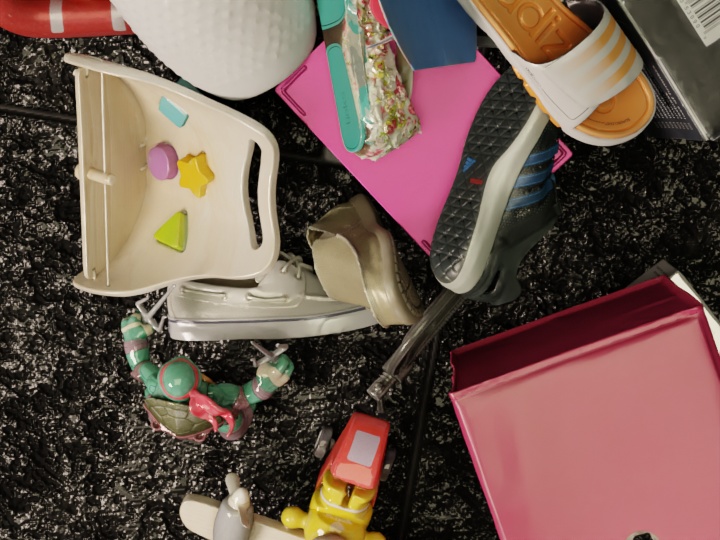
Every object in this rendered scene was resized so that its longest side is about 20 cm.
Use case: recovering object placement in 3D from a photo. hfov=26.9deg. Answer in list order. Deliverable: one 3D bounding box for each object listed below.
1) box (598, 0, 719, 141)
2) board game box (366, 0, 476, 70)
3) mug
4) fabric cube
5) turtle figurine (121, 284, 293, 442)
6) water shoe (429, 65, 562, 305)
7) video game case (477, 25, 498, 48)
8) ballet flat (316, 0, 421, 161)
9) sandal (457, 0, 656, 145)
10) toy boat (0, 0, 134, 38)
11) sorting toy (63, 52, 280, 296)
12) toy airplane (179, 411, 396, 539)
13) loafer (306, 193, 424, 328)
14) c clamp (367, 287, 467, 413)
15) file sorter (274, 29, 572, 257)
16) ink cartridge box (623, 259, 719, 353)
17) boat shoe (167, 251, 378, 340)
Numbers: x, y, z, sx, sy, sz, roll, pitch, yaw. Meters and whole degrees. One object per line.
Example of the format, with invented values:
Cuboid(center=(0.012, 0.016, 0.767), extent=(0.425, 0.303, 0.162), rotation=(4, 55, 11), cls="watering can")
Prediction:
Cuboid(center=(0.243, -0.215, 1.183), extent=(0.124, 0.197, 0.200), rotation=(-34, 97, 0), cls="box")
Cuboid(center=(0.027, -0.222, 1.103), extent=(0.039, 0.200, 0.159), rotation=(-13, 95, 25), cls="board game box")
Cuboid(center=(-0.102, -0.244, 1.170), extent=(0.200, 0.147, 0.176), rotation=(-53, 125, -29), cls="mug")
Cuboid(center=(0.191, 0.137, 1.155), extent=(0.196, 0.200, 0.200), rotation=(-19, 95, 6), cls="fabric cube")
Cuboid(center=(-0.140, 0.092, 1.244), extent=(0.149, 0.200, 0.101), rotation=(25, 70, 6), cls="turtle figurine")
Cuboid(center=(0.120, -0.072, 1.159), extent=(0.079, 0.071, 0.201), rotation=(23, 93, -34), cls="water shoe")
Cuboid(center=(0.122, -0.276, 1.190), extent=(0.023, 0.182, 0.201), rotation=(3, 99, -10), cls="video game case")
Cuboid(center=(0.004, -0.185, 1.148), extent=(0.064, 0.076, 0.201), rotation=(-14, 101, -24), cls="ballet flat")
Cuboid(center=(0.142, -0.169, 1.080), extent=(0.207, 0.059, 0.079), rotation=(41, 74, -17), cls="sandal")
Cuboid(center=(-0.231, -0.258, 1.229), extent=(0.199, 0.131, 0.131), rotation=(-3, 98, 2), cls="toy boat")
Cuboid(center=(-0.141, -0.073, 1.221), extent=(0.180, 0.107, 0.201), rotation=(16, 115, 31), cls="sorting toy")
Cuboid(center=(-0.032, 0.245, 1.293), extent=(0.199, 0.141, 0.200), rotation=(-24, 98, 5), cls="toy airplane")
Cuboid(center=(0.000, 0.000, 1.227), extent=(0.068, 0.200, 0.076), rotation=(-25, 111, 0), cls="loafer")
Cuboid(center=(0.071, 0.031, 1.270), extent=(0.027, 0.171, 0.200), rotation=(40, 84, 10), cls="c clamp")
Cuboid(center=(0.053, -0.126, 1.243), extent=(0.139, 0.125, 0.200), rotation=(-43, 94, 8), cls="file sorter")
Cuboid(center=(0.231, 0.111, 1.293), extent=(0.200, 0.084, 0.145), rotation=(-39, 94, 7), cls="ink cartridge box")
Cuboid(center=(-0.071, 0.018, 1.300), extent=(0.199, 0.071, 0.070), rotation=(-3, 101, 9), cls="boat shoe")
